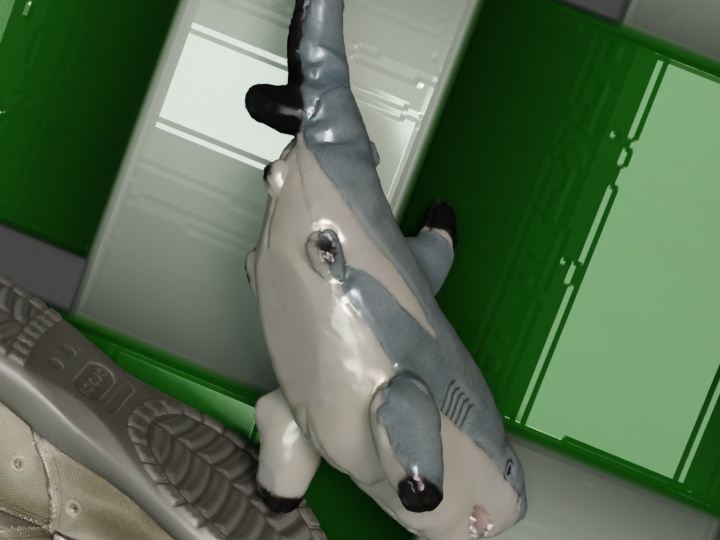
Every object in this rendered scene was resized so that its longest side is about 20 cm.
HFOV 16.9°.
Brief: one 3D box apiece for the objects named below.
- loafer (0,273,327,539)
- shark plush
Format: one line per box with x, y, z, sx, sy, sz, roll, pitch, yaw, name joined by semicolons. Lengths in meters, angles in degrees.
-0.092;0.076;0.845;0.200;0.075;0.070;39;112;6;loafer
0.000;0.000;0.825;0.091;0.083;0.201;-28;81;53;shark plush
